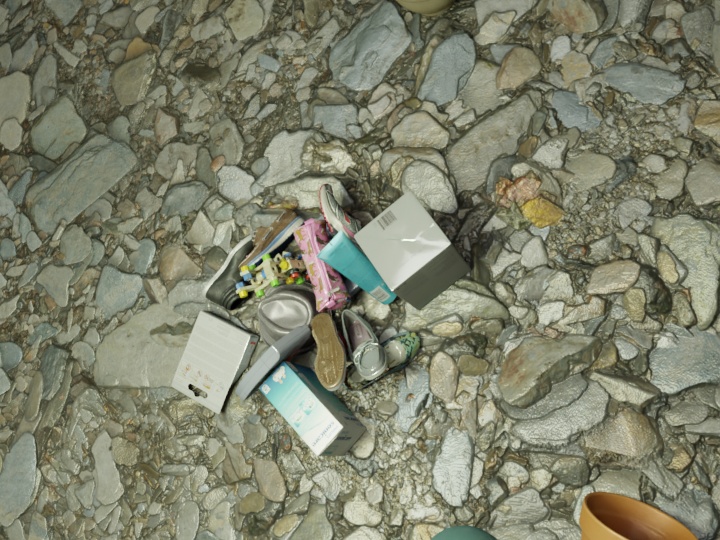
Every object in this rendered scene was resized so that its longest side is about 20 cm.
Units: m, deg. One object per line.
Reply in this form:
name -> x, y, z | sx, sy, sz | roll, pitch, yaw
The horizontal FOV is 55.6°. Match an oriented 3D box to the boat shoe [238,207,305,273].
boat shoe -> -0.222, -0.069, 1.628 | 0.072, 0.072, 0.200 | 44, 73, 10

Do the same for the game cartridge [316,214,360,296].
game cartridge -> -0.046, -0.041, 1.583 | 0.133, 0.041, 0.200 | -43, 66, 10

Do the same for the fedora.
fedora -> -0.167, 0.103, 1.568 | 0.199, 0.090, 0.178 | 18, 83, 24

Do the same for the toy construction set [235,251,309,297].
toy construction set -> -0.185, 0.005, 1.549 | 0.131, 0.200, 0.093 | -28, 91, 25

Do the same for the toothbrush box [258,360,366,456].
toothbrush box -> -0.100, 0.297, 1.463 | 0.200, 0.146, 0.085 | 42, 93, 23

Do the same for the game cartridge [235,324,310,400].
game cartridge -> -0.195, 0.204, 1.486 | 0.041, 0.133, 0.200 | 49, 130, 10

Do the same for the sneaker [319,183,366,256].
sneaker -> -0.037, -0.107, 1.533 | 0.074, 0.081, 0.201 | -25, 76, -3

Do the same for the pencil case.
pencil case -> -0.086, -0.011, 1.503 | 0.086, 0.082, 0.201 | -29, 75, 45

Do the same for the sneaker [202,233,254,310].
sneaker -> -0.286, 0.010, 1.656 | 0.099, 0.071, 0.201 | 36, 87, 14

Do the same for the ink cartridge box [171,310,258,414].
ink cartridge box -> -0.349, 0.218, 1.640 | 0.161, 0.050, 0.201 | 23, 93, 24

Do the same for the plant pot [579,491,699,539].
plant pot -> 0.465, 0.497, 1.182 | 0.199, 0.200, 0.141 | 20, 100, 24

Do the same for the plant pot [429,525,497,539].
plant pot -> 0.186, 0.592, 1.283 | 0.198, 0.135, 0.202 | -5, 74, 19

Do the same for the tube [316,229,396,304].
tube -> 0.000, 0.000, 1.478 | 0.078, 0.200, 0.050 | -48, 29, 2

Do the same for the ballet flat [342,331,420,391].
ballet flat -> 0.042, 0.202, 1.474 | 0.199, 0.074, 0.075 | -36, 67, 10

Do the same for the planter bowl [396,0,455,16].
planter bowl -> 0.162, -0.697, 1.627 | 0.199, 0.135, 0.202 | -5, 75, 19

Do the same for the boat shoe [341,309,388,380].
boat shoe -> 0.003, 0.156, 1.453 | 0.074, 0.065, 0.202 | -35, 32, 9

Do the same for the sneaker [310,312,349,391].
sneaker -> -0.052, 0.195, 1.471 | 0.071, 0.113, 0.201 | -22, 43, 8

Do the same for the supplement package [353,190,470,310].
supplement package -> 0.113, -0.036, 1.437 | 0.151, 0.200, 0.151 | -38, 66, 7
